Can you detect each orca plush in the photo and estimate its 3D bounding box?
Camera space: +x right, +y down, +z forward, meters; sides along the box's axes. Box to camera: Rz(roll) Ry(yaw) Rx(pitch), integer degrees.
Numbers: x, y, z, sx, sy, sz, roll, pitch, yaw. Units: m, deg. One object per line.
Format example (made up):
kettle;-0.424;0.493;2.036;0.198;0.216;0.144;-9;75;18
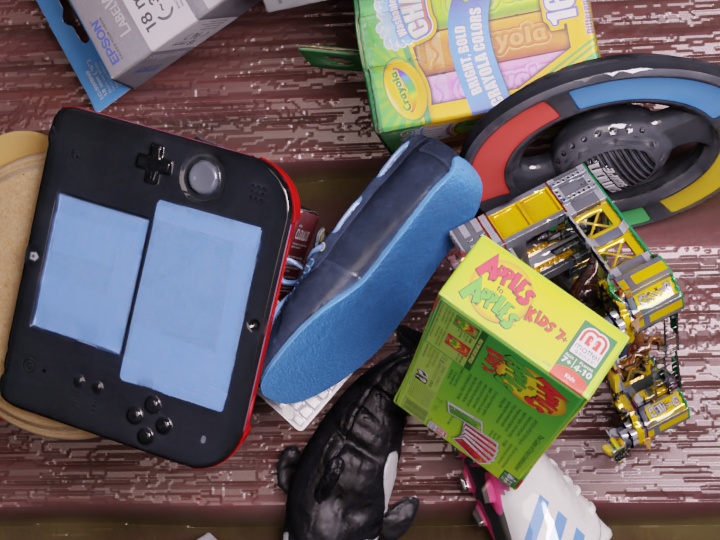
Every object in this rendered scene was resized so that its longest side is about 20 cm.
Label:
orca plush;0.002;0.137;1.049;0.105;0.071;0.200;41;94;7

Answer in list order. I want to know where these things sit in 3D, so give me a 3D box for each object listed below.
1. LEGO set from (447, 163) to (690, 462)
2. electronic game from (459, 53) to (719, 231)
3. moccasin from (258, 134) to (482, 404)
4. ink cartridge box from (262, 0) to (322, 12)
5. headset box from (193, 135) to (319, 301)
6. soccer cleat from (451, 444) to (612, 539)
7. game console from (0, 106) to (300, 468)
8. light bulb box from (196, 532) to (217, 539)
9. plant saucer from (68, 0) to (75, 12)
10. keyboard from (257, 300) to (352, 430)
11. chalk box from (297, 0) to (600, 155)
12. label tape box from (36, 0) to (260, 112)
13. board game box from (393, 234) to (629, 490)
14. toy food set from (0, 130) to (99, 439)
LEGO set;0.128;0.040;0.965;0.115;0.200;0.154;-26;61;-5
electronic game;0.163;-0.077;0.976;0.198;0.200;0.042;-10;63;7
moccasin;0.000;0.000;0.982;0.200;0.080;0.068;-46;49;7
ink cartridge box;0.020;-0.261;0.934;0.198;0.083;0.147;-12;77;2
headset box;-0.128;0.007;1.070;0.148;0.077;0.201;21;92;8
soccer cleat;0.123;0.163;1.041;0.086;0.070;0.202;-14;83;-15
game console;-0.136;0.012;0.954;0.175;0.031;0.202;15;98;12
light bulb box;-0.093;0.300;0.992;0.200;0.198;0.125;43;96;6
plant saucer;-0.161;-0.296;1.071;0.199;0.048;0.201;-34;87;30
keyboard;-0.096;0.022;1.021;0.200;0.011;0.056;42;94;6
chalk box;0.060;-0.151;1.026;0.198;0.125;0.125;-10;85;8
label tape box;-0.164;-0.212;1.031;0.199;0.063;0.145;-29;89;29
board game box;0.085;0.062;0.916;0.101;0.200;0.048;35;68;8
toy food set;-0.200;0.018;1.011;0.199;0.049;0.200;20;99;10
